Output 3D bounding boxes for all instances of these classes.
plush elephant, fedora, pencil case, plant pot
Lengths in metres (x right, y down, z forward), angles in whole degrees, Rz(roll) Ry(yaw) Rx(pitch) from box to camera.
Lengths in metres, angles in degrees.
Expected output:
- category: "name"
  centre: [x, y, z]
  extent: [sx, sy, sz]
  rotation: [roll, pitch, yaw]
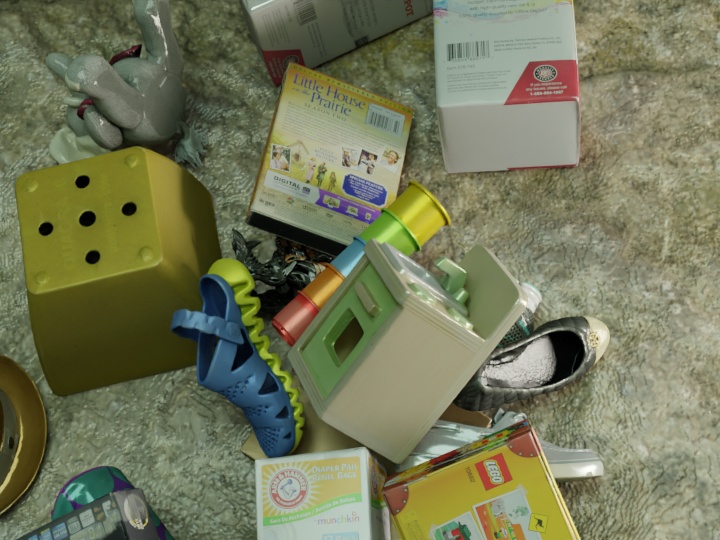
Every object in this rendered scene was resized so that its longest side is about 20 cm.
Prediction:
- category: "plush elephant"
  centre: [-0.267, -0.189, 1.800]
  extent: [0.154, 0.200, 0.165]
  rotation: [3, 50, 34]
- category: "fedora"
  centre: [-0.415, 0.162, 1.691]
  extent: [0.200, 0.082, 0.201]
  rotation: [-3, 66, 7]
- category: "pencil case"
  centre: [-0.213, 0.285, 1.606]
  extent: [0.092, 0.085, 0.200]
  rotation: [-34, 65, -22]
- category: "plant pot"
  centre: [-0.251, -0.014, 1.697]
  extent: [0.199, 0.176, 0.200]
  rotation: [-13, 65, 2]

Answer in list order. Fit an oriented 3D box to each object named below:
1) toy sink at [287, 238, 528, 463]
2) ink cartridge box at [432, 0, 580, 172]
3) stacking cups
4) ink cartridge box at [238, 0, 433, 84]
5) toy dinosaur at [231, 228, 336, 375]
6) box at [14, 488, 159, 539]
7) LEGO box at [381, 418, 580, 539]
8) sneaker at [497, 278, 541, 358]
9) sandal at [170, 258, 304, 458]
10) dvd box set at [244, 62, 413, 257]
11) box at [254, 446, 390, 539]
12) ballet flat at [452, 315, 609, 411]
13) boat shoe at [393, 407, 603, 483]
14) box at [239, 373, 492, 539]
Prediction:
- category: "toy sink"
  centre: [0.039, 0.053, 1.571]
  extent: [0.200, 0.112, 0.130]
  rotation: [-51, 28, 11]
- category: "ink cartridge box"
  centre: [0.151, -0.224, 1.750]
  extent: [0.145, 0.145, 0.201]
  rotation: [-3, 65, 7]
- category: "stacking cups"
  centre: [0.000, 0.000, 1.647]
  extent: [0.200, 0.061, 0.060]
  rotation: [-44, 67, -11]
- category: "ink cartridge box"
  centre: [-0.030, -0.307, 1.814]
  extent: [0.200, 0.146, 0.085]
  rotation: [-24, 63, -3]
- category: "toy dinosaur"
  centre: [-0.065, 0.005, 1.708]
  extent: [0.135, 0.102, 0.200]
  rotation: [2, 38, -7]
- category: "box"
  centre: [-0.260, 0.311, 1.558]
  extent: [0.200, 0.049, 0.162]
  rotation: [-27, 74, 28]
- category: "LEGO box"
  centre: [0.125, 0.257, 1.526]
  extent: [0.149, 0.077, 0.200]
  rotation: [-22, 90, 3]
- category: "sneaker"
  centre: [0.080, 0.058, 1.675]
  extent: [0.199, 0.078, 0.092]
  rotation: [-2, 71, 10]
- category: "sandal"
  centre: [-0.123, 0.094, 1.625]
  extent: [0.087, 0.079, 0.200]
  rotation: [-27, 93, -34]
- category: "dvd box set"
  centre: [-0.030, -0.110, 1.738]
  extent: [0.146, 0.029, 0.200]
  rotation: [19, 55, -12]
- category: "box"
  centre: [-0.031, 0.274, 1.560]
  extent: [0.112, 0.101, 0.201]
  rotation: [-6, 72, 10]
- category: "ballet flat"
  centre: [0.170, 0.092, 1.618]
  extent: [0.200, 0.057, 0.067]
  rotation: [-20, 93, -33]
- category: "boat shoe"
  centre: [0.133, 0.166, 1.600]
  extent: [0.200, 0.070, 0.072]
  rotation: [3, 79, -3]
- category: "box"
  centre: [0.005, 0.165, 1.663]
  extent: [0.200, 0.021, 0.164]
  rotation: [30, 73, 19]
